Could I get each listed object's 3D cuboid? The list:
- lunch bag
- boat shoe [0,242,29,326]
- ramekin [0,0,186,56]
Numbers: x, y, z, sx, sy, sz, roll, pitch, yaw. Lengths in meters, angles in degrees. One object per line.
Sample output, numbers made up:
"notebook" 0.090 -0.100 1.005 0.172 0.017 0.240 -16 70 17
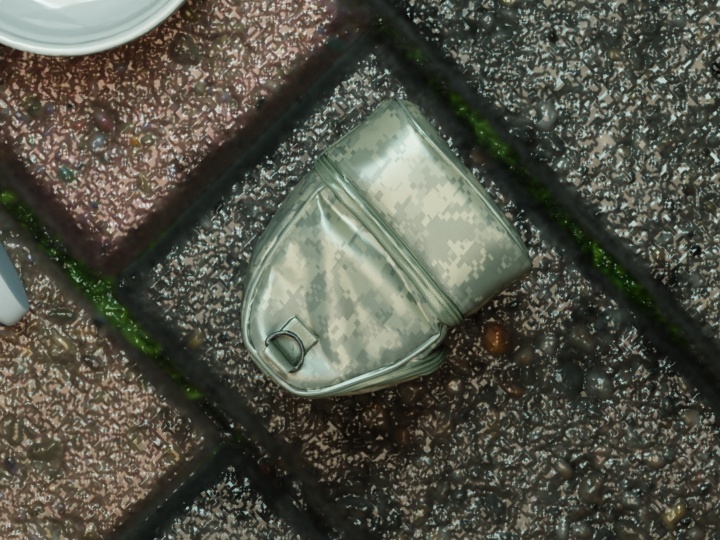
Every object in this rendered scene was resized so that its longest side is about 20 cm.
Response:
"lunch bag" 0.000 0.000 1.381 0.167 0.200 0.140 -39 93 0
"boat shoe" -0.292 -0.036 1.429 0.086 0.075 0.203 -36 94 2
"ramekin" -0.177 -0.232 1.394 0.198 0.105 0.202 0 96 -1
